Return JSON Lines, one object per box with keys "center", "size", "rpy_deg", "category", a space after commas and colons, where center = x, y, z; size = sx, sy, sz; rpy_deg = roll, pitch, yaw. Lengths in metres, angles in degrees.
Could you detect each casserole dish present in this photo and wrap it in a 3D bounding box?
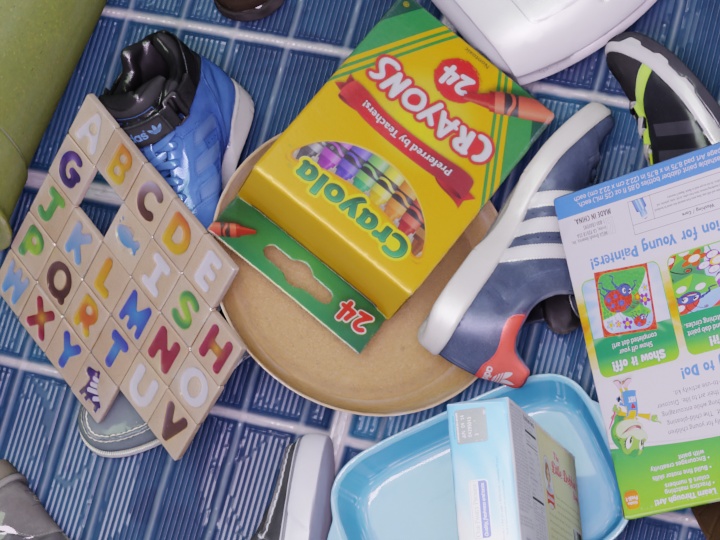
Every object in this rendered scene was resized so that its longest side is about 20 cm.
{"center": [0.076, 0.145, 1.334], "size": [0.200, 0.039, 0.121], "rpy_deg": [-26, 70, 6], "category": "casserole dish"}

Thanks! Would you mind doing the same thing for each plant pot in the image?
{"center": [-0.267, -0.146, 1.440], "size": [0.200, 0.200, 0.190], "rpy_deg": [26, 71, 20], "category": "plant pot"}
{"center": [0.000, 0.000, 1.358], "size": [0.200, 0.027, 0.200], "rpy_deg": [6, 68, -15], "category": "plant pot"}

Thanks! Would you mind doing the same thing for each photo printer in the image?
{"center": [0.110, -0.230, 1.412], "size": [0.166, 0.069, 0.200], "rpy_deg": [-39, 70, 0], "category": "photo printer"}

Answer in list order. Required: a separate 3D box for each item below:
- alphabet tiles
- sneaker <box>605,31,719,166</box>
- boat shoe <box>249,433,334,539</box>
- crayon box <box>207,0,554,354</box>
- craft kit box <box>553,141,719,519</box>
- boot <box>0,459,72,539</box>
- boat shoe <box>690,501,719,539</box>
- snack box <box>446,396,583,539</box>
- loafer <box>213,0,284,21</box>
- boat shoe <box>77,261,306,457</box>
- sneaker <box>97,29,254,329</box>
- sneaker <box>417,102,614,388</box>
{"center": [-0.150, 0.016, 1.360], "size": [0.200, 0.008, 0.167], "rpy_deg": [49, 125, 27], "category": "alphabet tiles"}
{"center": [0.200, -0.061, 1.341], "size": [0.083, 0.072, 0.200], "rpy_deg": [-37, 69, 4], "category": "sneaker"}
{"center": [-0.058, 0.197, 1.338], "size": [0.057, 0.069, 0.200], "rpy_deg": [8, 79, 11], "category": "boat shoe"}
{"center": [0.015, -0.062, 1.343], "size": [0.127, 0.051, 0.200], "rpy_deg": [39, 64, -1], "category": "crayon box"}
{"center": [0.216, 0.028, 1.218], "size": [0.200, 0.049, 0.198], "rpy_deg": [-18, 78, 42], "category": "craft kit box"}
{"center": [-0.217, 0.242, 1.375], "size": [0.182, 0.073, 0.200], "rpy_deg": [-46, 76, 1], "category": "boot"}
{"center": [0.216, 0.084, 1.305], "size": [0.065, 0.072, 0.200], "rpy_deg": [-12, 64, -28], "category": "boat shoe"}
{"center": [0.092, 0.146, 1.203], "size": [0.037, 0.200, 0.116], "rpy_deg": [-9, 74, 14], "category": "snack box"}
{"center": [-0.073, -0.274, 1.471], "size": [0.073, 0.071, 0.200], "rpy_deg": [-4, 74, 14], "category": "loafer"}
{"center": [-0.108, 0.046, 1.396], "size": [0.200, 0.062, 0.073], "rpy_deg": [-36, 69, 3], "category": "boat shoe"}
{"center": [-0.129, -0.062, 1.379], "size": [0.077, 0.111, 0.200], "rpy_deg": [-13, 54, 33], "category": "sneaker"}
{"center": [0.119, -0.012, 1.347], "size": [0.085, 0.075, 0.200], "rpy_deg": [34, 72, 3], "category": "sneaker"}
